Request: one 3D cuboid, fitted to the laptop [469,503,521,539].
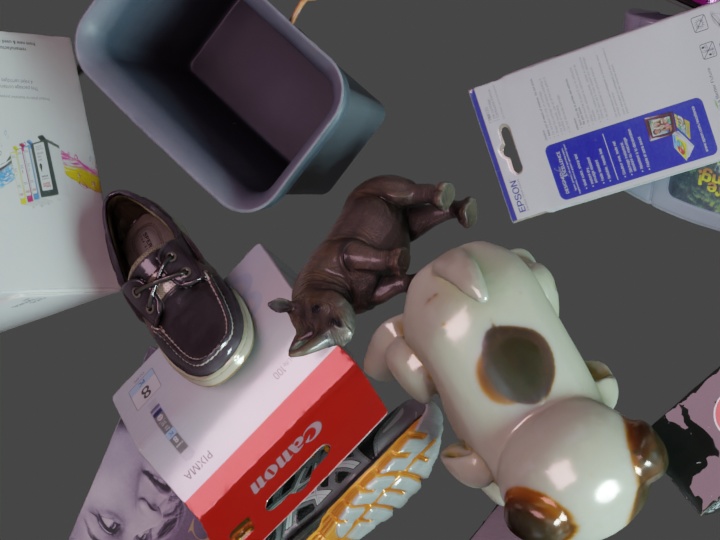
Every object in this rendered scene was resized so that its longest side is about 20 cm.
[{"bbox_3d":[0.100,0.271,1.452,0.177,0.103,0.200,39,90,14],"label":"laptop"}]

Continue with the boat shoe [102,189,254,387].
[{"bbox_3d":[-0.138,0.009,1.573,0.072,0.065,0.200,-42,41,7],"label":"boat shoe"}]

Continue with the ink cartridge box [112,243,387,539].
[{"bbox_3d":[-0.081,0.093,1.533,0.160,0.047,0.200,-45,34,6],"label":"ink cartridge box"}]

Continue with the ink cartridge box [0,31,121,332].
[{"bbox_3d":[-0.291,-0.060,1.631,0.147,0.144,0.201,-19,80,36],"label":"ink cartridge box"}]

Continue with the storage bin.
[{"bbox_3d":[-0.075,-0.144,1.561,0.200,0.134,0.146,43,104,19],"label":"storage bin"}]

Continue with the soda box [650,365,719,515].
[{"bbox_3d":[0.280,0.070,1.434,0.200,0.063,0.071,-43,72,16],"label":"soda box"}]

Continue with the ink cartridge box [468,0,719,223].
[{"bbox_3d":[0.176,-0.105,1.449,0.199,0.039,0.100,-16,95,30],"label":"ink cartridge box"}]

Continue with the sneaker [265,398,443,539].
[{"bbox_3d":[-0.024,0.155,1.553,0.200,0.078,0.077,-44,64,9],"label":"sneaker"}]

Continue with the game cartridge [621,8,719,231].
[{"bbox_3d":[0.258,-0.090,1.449,0.199,0.041,0.134,14,113,25],"label":"game cartridge"}]

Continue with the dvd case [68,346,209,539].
[{"bbox_3d":[-0.133,0.177,1.634,0.148,0.016,0.201,26,98,22],"label":"dvd case"}]

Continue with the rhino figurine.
[{"bbox_3d":[0.000,0.000,1.507,0.087,0.200,0.060,3,128,31],"label":"rhino figurine"}]

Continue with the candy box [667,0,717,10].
[{"bbox_3d":[0.216,-0.281,1.443,0.136,0.061,0.201,20,97,-19],"label":"candy box"}]

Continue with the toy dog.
[{"bbox_3d":[0.115,0.084,1.432,0.139,0.194,0.200,-25,66,-18],"label":"toy dog"}]
